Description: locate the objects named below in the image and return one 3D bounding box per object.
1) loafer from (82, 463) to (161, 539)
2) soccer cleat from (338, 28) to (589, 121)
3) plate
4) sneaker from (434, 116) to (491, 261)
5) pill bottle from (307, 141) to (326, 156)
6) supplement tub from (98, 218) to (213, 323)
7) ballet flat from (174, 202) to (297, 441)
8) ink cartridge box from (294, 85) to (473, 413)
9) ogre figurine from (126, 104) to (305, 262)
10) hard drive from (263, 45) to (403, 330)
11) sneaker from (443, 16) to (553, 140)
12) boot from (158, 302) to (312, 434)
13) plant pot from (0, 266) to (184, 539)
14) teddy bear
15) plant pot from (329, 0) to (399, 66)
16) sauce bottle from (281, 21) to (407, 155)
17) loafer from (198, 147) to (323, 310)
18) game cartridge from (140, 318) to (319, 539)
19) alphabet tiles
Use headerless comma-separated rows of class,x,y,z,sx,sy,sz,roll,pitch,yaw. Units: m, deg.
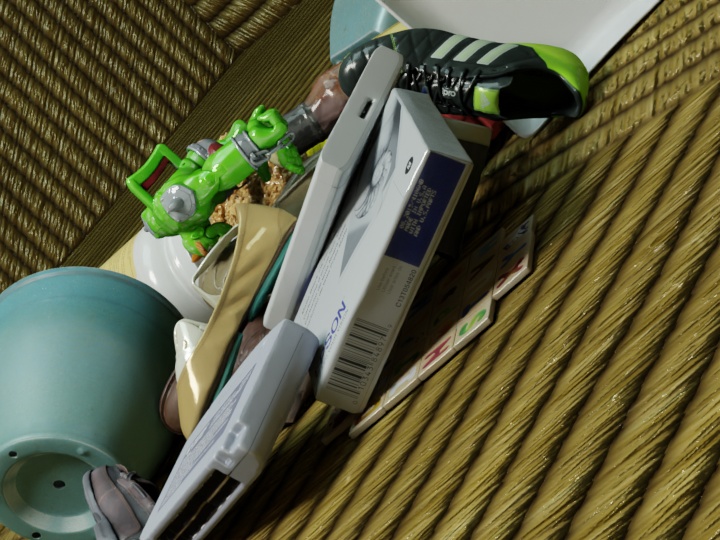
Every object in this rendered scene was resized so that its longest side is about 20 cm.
loafer,-0.174,0.196,1.580,0.063,0.072,0.200,-27,16,-5
soccer cleat,0.082,-0.150,1.593,0.081,0.200,0.068,-89,0,-63
plate,0.130,-0.243,1.661,0.200,0.200,0.032,-47,1,-4
sneaker,0.050,-0.066,1.584,0.200,0.075,0.106,-141,65,-86
pill bottle,-0.034,-0.070,1.879,0.200,0.104,0.104,-38,14,38
supplement tub,-0.189,0.036,1.963,0.200,0.145,0.145,-39,13,31
ballet flat,-0.111,0.037,1.578,0.069,0.063,0.200,105,-171,-71
ink cartridge box,0.008,-0.026,1.445,0.200,0.041,0.200,-111,42,-69
ogre figurine,-0.125,-0.075,1.684,0.120,0.098,0.200,-38,23,-15
hard drive,-0.021,-0.058,1.524,0.200,0.027,0.132,112,-178,-50
sneaker,0.106,-0.149,1.730,0.200,0.071,0.098,-46,13,6
boot,-0.098,0.100,1.642,0.186,0.064,0.200,-45,16,12
plant pot,-0.251,0.131,1.775,0.200,0.200,0.188,-40,27,28
teddy bear,-0.076,-0.056,1.800,0.067,0.200,0.145,1,-55,-44
plant pot,0.084,-0.241,1.867,0.200,0.196,0.196,-57,14,-20
sauce bottle,0.007,-0.160,1.743,0.200,0.066,0.066,-33,11,0
loafer,-0.049,-0.029,1.686,0.200,0.076,0.067,-45,20,4
game cartridge,-0.093,0.121,1.433,0.200,0.041,0.133,-50,16,50
alphabet tiles,0.049,0.042,1.428,0.200,0.006,0.166,-42,12,21
